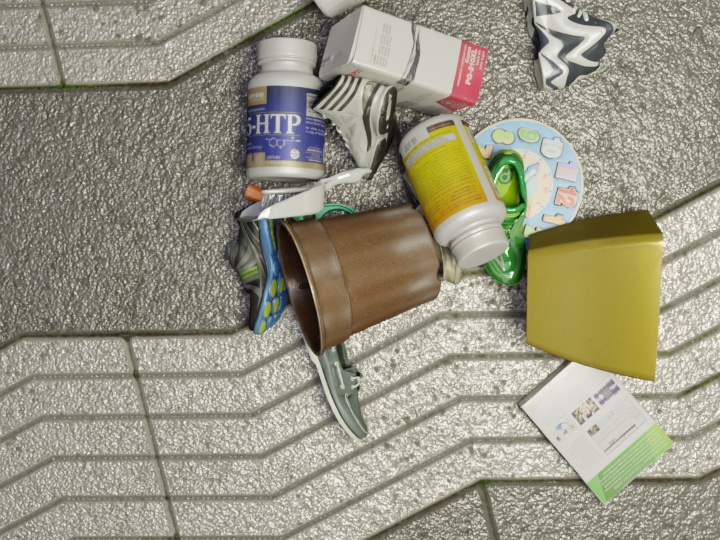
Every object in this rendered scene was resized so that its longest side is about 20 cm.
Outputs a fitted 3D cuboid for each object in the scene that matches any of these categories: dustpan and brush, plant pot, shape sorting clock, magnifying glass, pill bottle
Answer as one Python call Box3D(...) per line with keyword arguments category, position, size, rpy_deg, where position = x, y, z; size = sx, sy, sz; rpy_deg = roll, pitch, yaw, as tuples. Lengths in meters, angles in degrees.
Box3D(category="dustpan and brush", position=(-0.075, -0.111, 1.210), size=(0.198, 0.139, 0.058), rpy_deg=(-8, 97, -18))
Box3D(category="plant pot", position=(0.000, 0.000, 1.222), size=(0.196, 0.200, 0.203), rpy_deg=(-16, 91, -15))
Box3D(category="shape sorting clock", position=(0.241, -0.132, 1.286), size=(0.197, 0.039, 0.203), rpy_deg=(0, 91, 2))
Box3D(category="plant pot", position=(0.327, 0.026, 1.203), size=(0.174, 0.200, 0.203), rpy_deg=(2, 104, 12))
Box3D(category="magnifying glass", position=(-0.087, -0.086, 1.311), size=(0.198, 0.022, 0.080), rpy_deg=(23, 93, 3))
Box3D(category="pill bottle", position=(-0.111, -0.237, 1.259), size=(0.118, 0.120, 0.203), rpy_deg=(1, 91, 3))
Box3D(category="pill bottle", position=(0.135, -0.110, 1.182), size=(0.108, 0.109, 0.202), rpy_deg=(-22, 72, 3))

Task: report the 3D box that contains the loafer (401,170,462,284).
Box3D(category="loafer", position=(0.110, -0.073, 1.280), size=(0.067, 0.076, 0.203), rpy_deg=(-14, 82, 4))

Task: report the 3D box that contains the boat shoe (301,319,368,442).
Box3D(category="boat shoe", position=(-0.026, 0.164, 1.290), size=(0.061, 0.073, 0.202), rpy_deg=(-25, 85, 7))

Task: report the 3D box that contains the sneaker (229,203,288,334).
Box3D(category="sneaker", position=(-0.160, -0.003, 1.301), size=(0.082, 0.071, 0.202), rpy_deg=(-1, 95, 26))

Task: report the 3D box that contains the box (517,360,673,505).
Box3D(category="box", position=(0.361, 0.236, 1.293), size=(0.144, 0.036, 0.200), rpy_deg=(-41, 88, 3))

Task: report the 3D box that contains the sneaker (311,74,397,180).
Box3D(category="sneaker", position=(-0.012, -0.218, 1.230), size=(0.114, 0.201, 0.076), rpy_deg=(24, 64, 9))

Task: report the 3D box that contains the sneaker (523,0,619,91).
Box3D(category="sneaker", position=(0.319, -0.379, 1.257), size=(0.128, 0.079, 0.202), rpy_deg=(-10, 91, 1))

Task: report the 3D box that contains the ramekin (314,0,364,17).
Box3D(category="ramekin", position=(-0.052, -0.470, 1.216), size=(0.097, 0.200, 0.202), rpy_deg=(-29, 90, 10))

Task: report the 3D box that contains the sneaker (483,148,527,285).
Box3D(category="sneaker", position=(0.209, -0.076, 1.236), size=(0.073, 0.084, 0.203), rpy_deg=(-1, 99, 10))

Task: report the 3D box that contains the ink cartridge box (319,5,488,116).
Box3D(category="ink cartridge box", position=(0.058, -0.295, 1.204), size=(0.198, 0.145, 0.085), rpy_deg=(13, 88, -21))
